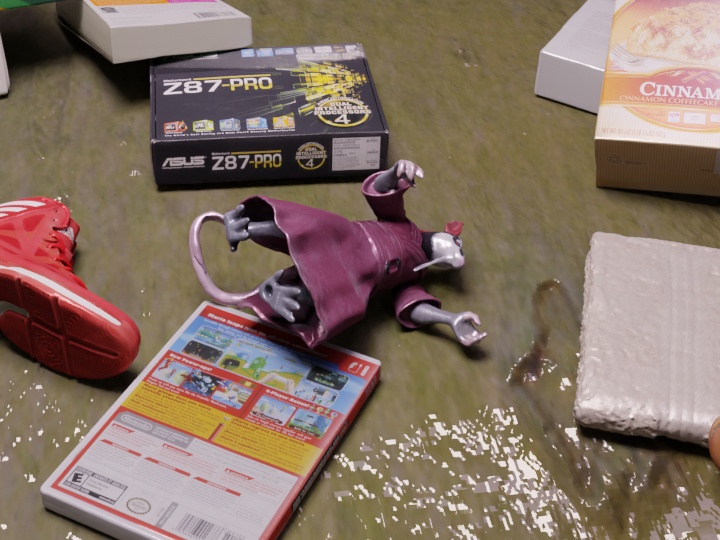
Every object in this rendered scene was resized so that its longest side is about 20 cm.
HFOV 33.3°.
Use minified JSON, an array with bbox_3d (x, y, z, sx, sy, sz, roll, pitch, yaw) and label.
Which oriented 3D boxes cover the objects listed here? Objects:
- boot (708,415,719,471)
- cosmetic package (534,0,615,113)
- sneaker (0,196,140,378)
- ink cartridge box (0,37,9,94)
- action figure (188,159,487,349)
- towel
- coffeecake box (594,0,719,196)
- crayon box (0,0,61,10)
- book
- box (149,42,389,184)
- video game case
[{"bbox_3d":[0.261,0.169,0.680,0.199,0.074,0.154,27,49,30],"label":"boot"},{"bbox_3d":[0.285,-0.191,1.140,0.198,0.052,0.151,22,45,21],"label":"cosmetic package"},{"bbox_3d":[-0.215,-0.004,0.853,0.198,0.079,0.116,22,44,20],"label":"sneaker"},{"bbox_3d":[-0.434,-0.204,1.077,0.198,0.083,0.147,-18,43,-25],"label":"ink cartridge box"},{"bbox_3d":[0.000,0.000,0.868,0.199,0.136,0.148,-8,-4,-43],"label":"action figure"},{"bbox_3d":[0.220,0.048,0.855,0.131,0.035,0.201,9,40,9],"label":"towel"},{"bbox_3d":[0.287,-0.168,1.024,0.152,0.073,0.202,6,62,15],"label":"coffeecake box"},{"bbox_3d":[-0.365,-0.272,1.060,0.198,0.052,0.126,-17,43,-32],"label":"crayon box"},{"bbox_3d":[-0.200,-0.245,1.141,0.132,0.049,0.200,-11,27,-24],"label":"book"},{"bbox_3d":[-0.083,-0.139,1.051,0.197,0.050,0.162,-3,36,-7],"label":"box"},{"bbox_3d":[-0.089,0.103,0.777,0.142,0.018,0.200,18,41,18],"label":"video game case"}]
